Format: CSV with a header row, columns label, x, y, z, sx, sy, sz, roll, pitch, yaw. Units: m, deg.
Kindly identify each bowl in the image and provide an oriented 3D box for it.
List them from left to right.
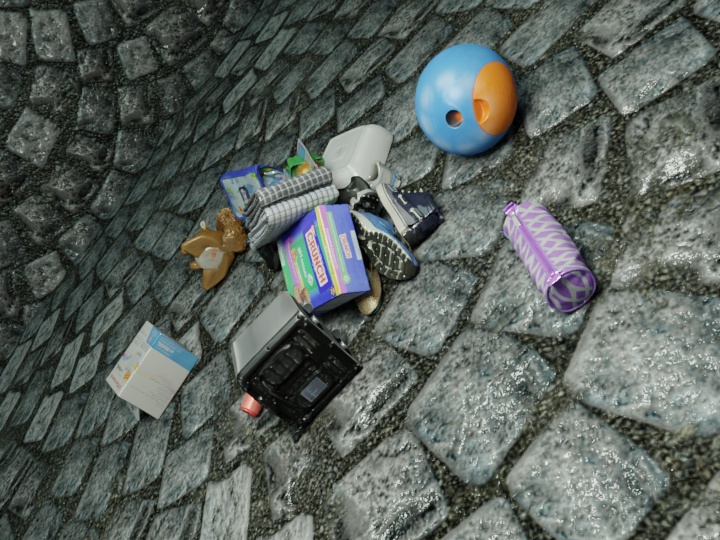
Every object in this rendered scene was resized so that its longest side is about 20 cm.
label,x,y,z,sx,sy,sz,roll,pitch,yaw
bowl,-0.030,-0.262,1.622,0.197,0.074,0.204,-10,52,46

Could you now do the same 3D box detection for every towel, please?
label,x,y,z,sx,sy,sz,roll,pitch,yaw
towel,-0.146,-0.130,1.348,0.163,0.087,0.200,-25,-2,-23

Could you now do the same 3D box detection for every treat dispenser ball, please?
label,x,y,z,sx,sy,sz,roll,pitch,yaw
treat dispenser ball,0.201,-0.325,1.287,0.198,0.200,0.204,-30,37,26

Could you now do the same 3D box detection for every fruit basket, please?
label,x,y,z,sx,sy,sz,roll,pitch,yaw
fruit basket,-0.110,-0.169,1.520,0.091,0.189,0.202,-12,42,-13

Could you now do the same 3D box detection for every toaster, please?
label,x,y,z,sx,sy,sz,roll,pitch,yaw
toaster,-0.123,0.168,1.218,0.200,0.181,0.119,-45,30,5

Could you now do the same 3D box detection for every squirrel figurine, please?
label,x,y,z,sx,sy,sz,roll,pitch,yaw
squirrel figurine,-0.397,-0.077,1.857,0.198,0.143,0.187,-35,23,-3

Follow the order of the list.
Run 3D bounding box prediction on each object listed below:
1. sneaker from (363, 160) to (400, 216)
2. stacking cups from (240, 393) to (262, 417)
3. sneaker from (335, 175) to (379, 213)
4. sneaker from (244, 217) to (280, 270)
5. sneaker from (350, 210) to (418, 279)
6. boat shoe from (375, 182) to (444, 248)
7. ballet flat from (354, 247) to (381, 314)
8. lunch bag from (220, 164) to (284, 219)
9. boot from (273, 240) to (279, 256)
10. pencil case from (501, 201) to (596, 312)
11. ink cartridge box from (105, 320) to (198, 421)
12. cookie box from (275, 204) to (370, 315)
label,x,y,z,sx,sy,sz,roll,pitch,yaw
sneaker,0.006,-0.148,1.455,0.074,0.086,0.203,11,68,50
stacking cups,-0.182,0.199,1.376,0.060,0.060,0.204,-2,61,49
sneaker,-0.044,-0.119,1.412,0.200,0.066,0.092,-45,52,26
sneaker,-0.222,-0.070,1.573,0.079,0.202,0.075,5,59,0
sneaker,0.049,-0.059,1.306,0.200,0.088,0.080,45,131,33
boat shoe,0.100,-0.132,1.350,0.092,0.075,0.202,-34,42,8
ballet flat,0.000,0.000,1.334,0.070,0.065,0.203,-33,37,21
lunch bag,-0.236,-0.183,1.675,0.167,0.200,0.130,-4,52,46
boot,-0.143,-0.007,1.453,0.067,0.130,0.203,-30,38,26
pencil case,0.279,-0.028,1.010,0.084,0.085,0.202,-40,35,16
ink cartridge box,-0.520,0.254,1.655,0.127,0.125,0.202,16,70,54
cookie box,-0.078,-0.014,1.316,0.199,0.074,0.176,-29,73,54
